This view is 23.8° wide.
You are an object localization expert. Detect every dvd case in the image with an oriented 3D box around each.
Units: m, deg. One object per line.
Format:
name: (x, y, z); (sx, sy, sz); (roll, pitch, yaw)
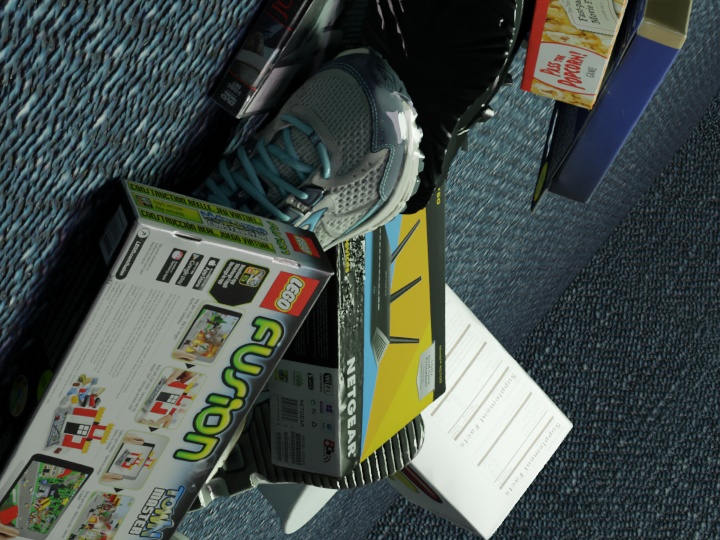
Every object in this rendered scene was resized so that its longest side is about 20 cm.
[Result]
dvd case: (0.010, -0.166, 0.844); (0.201, 0.022, 0.146); (-58, 169, 19)

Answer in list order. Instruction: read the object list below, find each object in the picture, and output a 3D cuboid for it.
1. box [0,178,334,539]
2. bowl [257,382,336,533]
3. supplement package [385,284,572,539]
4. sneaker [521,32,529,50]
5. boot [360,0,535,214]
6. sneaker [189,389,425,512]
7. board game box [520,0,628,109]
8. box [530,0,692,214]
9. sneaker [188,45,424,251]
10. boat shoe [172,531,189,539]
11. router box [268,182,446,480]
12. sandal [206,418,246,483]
box: (-0.108, 0.056, 0.834); (0.110, 0.035, 0.201); (15, 120, -33)
bowl: (-0.031, 0.106, 1.382); (0.201, 0.090, 0.201); (-51, 170, -12)
supplement package: (0.038, 0.082, 1.230); (0.110, 0.200, 0.114); (-50, -152, -14)
sneaker: (0.139, -0.240, 1.061); (0.200, 0.080, 0.115); (-57, 168, -19)
boot: (0.058, -0.139, 0.890); (0.163, 0.073, 0.199); (-59, 171, -39)
sneaker: (-0.056, 0.108, 1.134); (0.089, 0.199, 0.075); (-79, 161, -82)
board game box: (0.130, -0.190, 0.887); (0.200, 0.046, 0.152); (84, 22, -75)
box: (0.155, -0.127, 1.029); (0.200, 0.032, 0.122); (116, -8, -56)
sneaker: (-0.042, -0.032, 0.854); (0.086, 0.078, 0.200); (-21, 161, -41)
boat shoe: (-0.189, 0.266, 1.276); (0.200, 0.071, 0.064); (-47, 171, 13)
router box: (0.000, 0.000, 1.002); (0.149, 0.051, 0.201); (-33, 127, -57)
sandal: (-0.093, 0.049, 0.979); (0.081, 0.055, 0.201); (-4, -131, 46)
